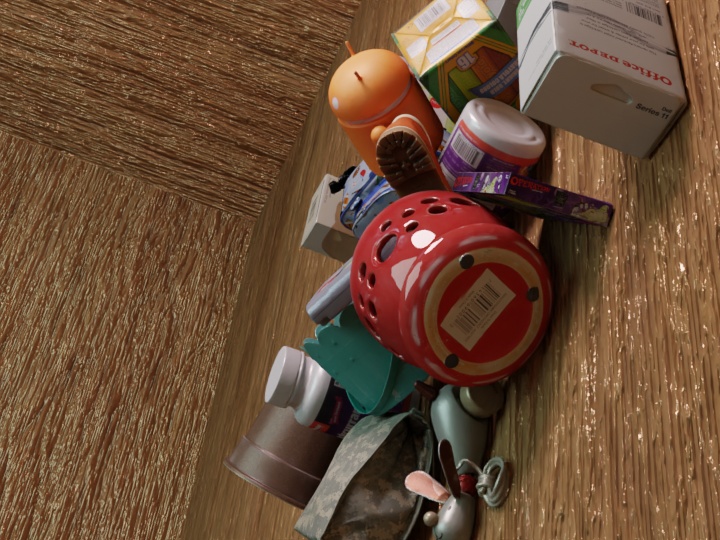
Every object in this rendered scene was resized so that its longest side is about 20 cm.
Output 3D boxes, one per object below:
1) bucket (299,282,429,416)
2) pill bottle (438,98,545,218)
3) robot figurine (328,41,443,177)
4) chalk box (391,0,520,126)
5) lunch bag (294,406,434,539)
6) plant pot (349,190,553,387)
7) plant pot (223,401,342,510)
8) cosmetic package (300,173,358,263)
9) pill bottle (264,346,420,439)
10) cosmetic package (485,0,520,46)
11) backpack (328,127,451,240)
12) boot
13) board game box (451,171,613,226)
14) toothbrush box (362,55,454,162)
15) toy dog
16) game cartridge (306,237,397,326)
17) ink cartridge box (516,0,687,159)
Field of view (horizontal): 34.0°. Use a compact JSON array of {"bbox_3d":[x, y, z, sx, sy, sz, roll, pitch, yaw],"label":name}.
[{"bbox_3d":[0.035,0.081,1.514,0.207,0.135,0.207,-43,1,1],"label":"bucket"},{"bbox_3d":[0.143,-0.107,1.500,0.112,0.111,0.201,-88,21,-56],"label":"pill bottle"},{"bbox_3d":[0.032,-0.202,1.521,0.116,0.200,0.144,9,56,42],"label":"robot figurine"},{"bbox_3d":[0.156,-0.255,1.546,0.125,0.200,0.124,-37,41,12],"label":"chalk box"},{"bbox_3d":[0.019,0.268,1.474,0.201,0.117,0.164,-61,9,-13],"label":"lunch bag"},{"bbox_3d":[0.106,0.025,1.305,0.202,0.199,0.182,-69,23,8],"label":"plant pot"},{"bbox_3d":[-0.082,0.252,1.831,0.199,0.199,0.200,-64,11,-5],"label":"plant pot"},{"bbox_3d":[0.018,-0.058,1.812,0.071,0.199,0.106,126,159,-51],"label":"cosmetic package"},{"bbox_3d":[-0.027,0.175,1.641,0.111,0.199,0.112,-161,90,-79],"label":"pill bottle"},{"bbox_3d":[0.213,-0.340,1.661,0.107,0.090,0.201,-104,32,-69],"label":"cosmetic package"},{"bbox_3d":[0.078,-0.110,1.684,0.191,0.199,0.155,-55,23,31],"label":"backpack"},{"bbox_3d":[0.083,-0.095,1.427,0.107,0.075,0.201,-79,-32,-66],"label":"boot"},{"bbox_3d":[0.184,-0.080,1.293,0.200,0.119,0.032,-157,88,-78],"label":"board game box"},{"bbox_3d":[0.094,-0.213,1.848,0.086,0.145,0.201,128,159,-57],"label":"toothbrush box"},{"bbox_3d":[0.094,0.196,1.312,0.201,0.096,0.132,-85,19,-51],"label":"toy dog"},{"bbox_3d":[0.000,0.000,1.474,0.133,0.041,0.200,-39,3,10],"label":"game cartridge"},{"bbox_3d":[0.240,-0.221,1.199,0.201,0.146,0.083,-82,15,-48],"label":"ink cartridge box"}]
